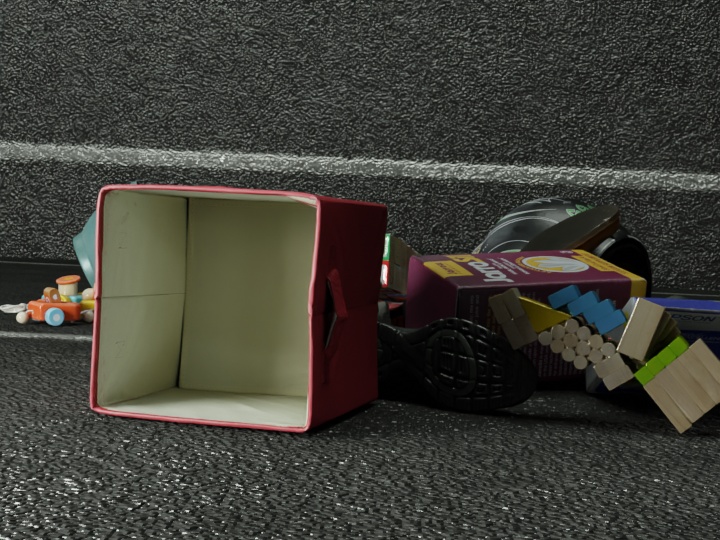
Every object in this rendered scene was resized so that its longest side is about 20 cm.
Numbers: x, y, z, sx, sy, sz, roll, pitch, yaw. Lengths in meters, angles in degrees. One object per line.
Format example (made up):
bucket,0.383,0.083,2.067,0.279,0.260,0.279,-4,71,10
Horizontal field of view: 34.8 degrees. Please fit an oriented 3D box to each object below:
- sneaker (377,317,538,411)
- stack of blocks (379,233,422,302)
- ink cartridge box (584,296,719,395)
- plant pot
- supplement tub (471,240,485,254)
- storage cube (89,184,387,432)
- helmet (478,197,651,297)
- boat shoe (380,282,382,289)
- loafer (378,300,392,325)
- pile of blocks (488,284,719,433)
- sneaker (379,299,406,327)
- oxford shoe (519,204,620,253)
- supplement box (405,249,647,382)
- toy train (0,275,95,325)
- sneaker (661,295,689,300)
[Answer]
sneaker,0.069,0.079,1.000,0.200,0.076,0.091,9,-4,36
stack of blocks,0.000,0.000,1.325,0.115,0.059,0.200,1,-7,15
ink cartridge box,0.319,0.061,1.007,0.197,0.047,0.200,3,-28,-6
plant pot,-0.376,-0.026,1.846,0.134,0.200,0.200,-25,4,-2
supplement tub,0.224,0.017,1.683,0.144,0.145,0.200,3,2,2
storage cube,-0.089,0.023,0.904,0.200,0.171,0.180,3,2,18
helmet,0.228,0.012,1.371,0.200,0.200,0.191,0,14,-44
boat shoe,-0.021,0.027,1.153,0.076,0.060,0.200,15,-5,-19
loafer,-0.062,0.058,1.292,0.200,0.070,0.070,3,3,8
pile of blocks,0.202,0.054,0.920,0.200,0.082,0.062,26,7,15
sneaker,0.076,0.062,1.313,0.087,0.074,0.200,3,2,-35
oxford shoe,0.207,0.004,1.248,0.200,0.071,0.071,-38,17,3
supplement box,0.159,0.043,1.134,0.200,0.103,0.131,-3,16,-18
toy train,-0.410,0.038,1.561,0.150,0.056,0.200,1,3,-33
sneaker,0.380,0.070,1.486,0.114,0.076,0.199,2,-1,27
